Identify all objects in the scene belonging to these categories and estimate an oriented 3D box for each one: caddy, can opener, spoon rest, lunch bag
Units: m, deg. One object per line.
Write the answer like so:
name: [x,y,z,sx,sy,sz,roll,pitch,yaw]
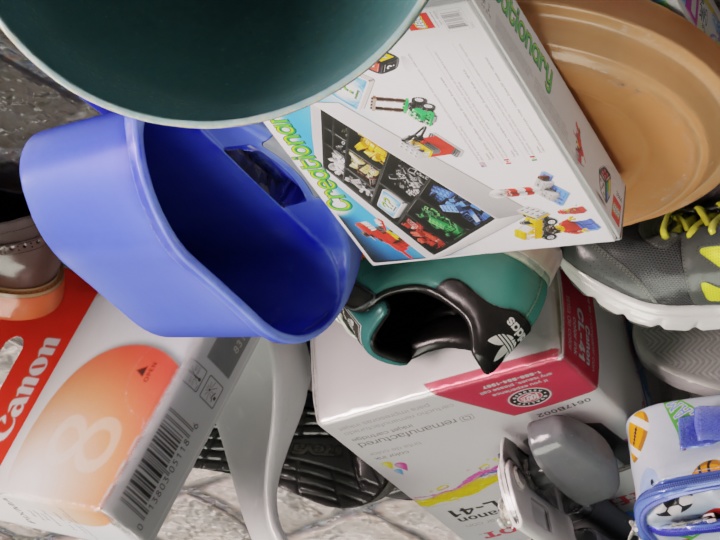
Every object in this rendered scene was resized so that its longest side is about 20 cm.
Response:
caddy: [-0.068,-0.049,1.375,0.105,0.142,0.200,-4,150,32]
can opener: [0.128,0.139,1.563,0.066,0.053,0.200,-19,149,20]
spoon rest: [-0.045,0.092,1.549,0.061,0.200,0.099,-19,167,-29]
lunch bag: [0.236,0.113,1.517,0.200,0.076,0.160,-12,148,14]

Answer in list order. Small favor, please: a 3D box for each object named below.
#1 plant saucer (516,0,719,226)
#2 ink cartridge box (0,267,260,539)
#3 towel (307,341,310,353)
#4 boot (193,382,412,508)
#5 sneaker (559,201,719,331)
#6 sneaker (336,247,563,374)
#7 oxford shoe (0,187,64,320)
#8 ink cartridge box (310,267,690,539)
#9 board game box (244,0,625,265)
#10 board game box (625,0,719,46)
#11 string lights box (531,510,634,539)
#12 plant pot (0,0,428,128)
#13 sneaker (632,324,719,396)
plant saucer: [0.077,-0.069,1.337,0.200,0.032,0.200,7,152,4]
ink cartridge box: [-0.154,0.055,1.529,0.200,0.162,0.050,8,151,39]
towel: [-0.025,0.023,1.627,0.200,0.024,0.145,-2,152,22]
boot: [-0.059,0.090,1.667,0.200,0.070,0.132,26,-177,14]
sneaker: [0.195,-0.014,1.457,0.200,0.075,0.085,14,127,2]
sneaker: [0.000,0.000,1.473,0.200,0.080,0.071,12,154,32]
oxford shoe: [-0.253,-0.033,1.553,0.200,0.071,0.073,11,124,1]
ink cartridge box: [0.081,0.067,1.569,0.147,0.086,0.200,-18,147,22]
board game box: [0.026,-0.069,1.281,0.126,0.035,0.200,-5,148,23]
board game box: [0.078,-0.128,1.297,0.134,0.034,0.200,-6,149,24]
string lights box: [0.152,0.194,1.698,0.103,0.200,0.059,25,148,-27]
plant pot: [-0.050,-0.160,1.145,0.200,0.200,0.135,4,-173,8]
sneaker: [0.242,0.067,1.571,0.200,0.074,0.116,6,149,2]
